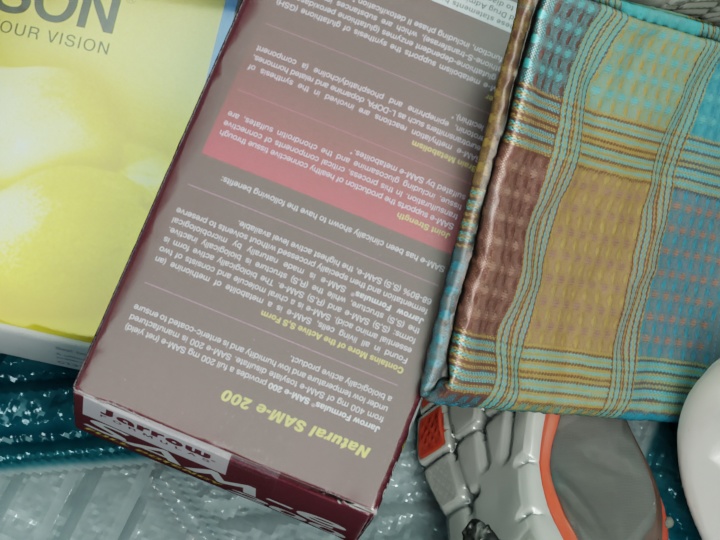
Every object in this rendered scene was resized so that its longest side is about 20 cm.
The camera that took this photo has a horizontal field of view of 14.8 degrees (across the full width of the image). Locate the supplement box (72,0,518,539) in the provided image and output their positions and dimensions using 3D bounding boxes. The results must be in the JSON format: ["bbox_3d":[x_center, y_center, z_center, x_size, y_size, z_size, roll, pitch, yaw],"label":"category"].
[{"bbox_3d":[-0.010,-0.021,0.945,0.109,0.061,0.200,23,73,1],"label":"supplement box"}]

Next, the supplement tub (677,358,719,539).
[{"bbox_3d":[0.231,0.049,1.022,0.200,0.144,0.144,-34,73,-24],"label":"supplement tub"}]

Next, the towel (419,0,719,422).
[{"bbox_3d":[0.094,-0.019,0.969,0.022,0.200,0.147,16,95,32],"label":"towel"}]

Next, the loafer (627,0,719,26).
[{"bbox_3d":[0.088,-0.109,1.049,0.075,0.200,0.070,-5,79,-32],"label":"loafer"}]

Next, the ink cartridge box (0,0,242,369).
[{"bbox_3d":[-0.081,-0.061,1.004,0.198,0.047,0.200,11,75,1],"label":"ink cartridge box"}]

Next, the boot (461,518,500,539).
[{"bbox_3d":[-0.007,0.148,0.924,0.162,0.073,0.198,-42,81,7],"label":"boot"}]

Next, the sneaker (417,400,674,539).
[{"bbox_3d":[0.074,0.081,1.030,0.082,0.077,0.200,27,51,-31],"label":"sneaker"}]
